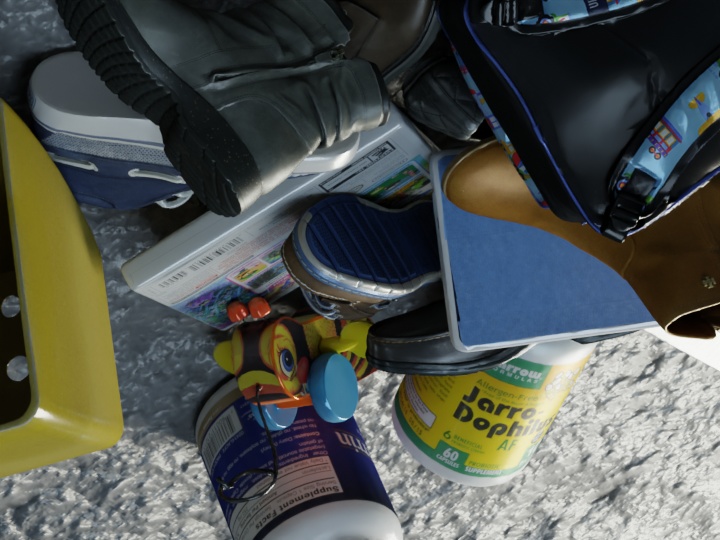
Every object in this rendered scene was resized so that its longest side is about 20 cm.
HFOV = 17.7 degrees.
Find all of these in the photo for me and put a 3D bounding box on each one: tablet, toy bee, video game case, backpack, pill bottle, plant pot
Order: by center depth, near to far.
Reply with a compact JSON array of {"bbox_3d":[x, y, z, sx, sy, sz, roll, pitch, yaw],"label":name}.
[{"bbox_3d":[0.166,-0.138,1.323,0.200,0.135,0.183,-34,100,-5],"label":"backpack"},{"bbox_3d":[-0.245,0.038,1.374,0.200,0.200,0.176,-17,159,18],"label":"plant pot"},{"bbox_3d":[0.148,-0.024,1.482,0.200,0.130,0.014,-7,-179,-9],"label":"tablet"},{"bbox_3d":[-0.039,-0.031,1.498,0.200,0.024,0.182,-31,164,8],"label":"video game case"},{"bbox_3d":[-0.043,0.058,1.558,0.131,0.200,0.109,-15,107,9],"label":"toy bee"},{"bbox_3d":[-0.037,0.172,1.637,0.116,0.200,0.116,-14,140,-12],"label":"pill bottle"},{"bbox_3d":[0.105,0.051,1.645,0.113,0.113,0.200,1,134,-28],"label":"pill bottle"}]

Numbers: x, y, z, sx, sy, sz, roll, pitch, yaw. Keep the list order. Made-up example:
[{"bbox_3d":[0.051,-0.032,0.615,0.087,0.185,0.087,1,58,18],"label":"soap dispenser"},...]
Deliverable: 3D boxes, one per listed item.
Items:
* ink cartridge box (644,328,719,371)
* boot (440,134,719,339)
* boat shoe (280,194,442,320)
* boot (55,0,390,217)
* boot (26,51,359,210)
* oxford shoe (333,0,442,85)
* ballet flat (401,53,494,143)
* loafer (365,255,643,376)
[{"bbox_3d":[0.249,0.029,1.707,0.037,0.095,0.200,-41,138,18],"label":"ink cartridge box"},{"bbox_3d":[0.160,-0.020,1.408,0.201,0.144,0.071,-4,139,-14],"label":"boot"},{"bbox_3d":[0.000,0.000,1.484,0.072,0.072,0.200,-35,164,25],"label":"boat shoe"},{"bbox_3d":[-0.082,-0.138,1.337,0.131,0.200,0.068,-37,-178,-25],"label":"boot"},{"bbox_3d":[-0.102,-0.076,1.403,0.200,0.073,0.090,11,142,2],"label":"boot"},{"bbox_3d":[-0.005,-0.154,1.393,0.084,0.073,0.200,9,130,-32],"label":"oxford shoe"},{"bbox_3d":[0.082,-0.098,1.472,0.066,0.057,0.200,-42,163,19],"label":"ballet flat"},{"bbox_3d":[0.096,0.016,1.516,0.200,0.073,0.072,-15,113,-10],"label":"loafer"}]
